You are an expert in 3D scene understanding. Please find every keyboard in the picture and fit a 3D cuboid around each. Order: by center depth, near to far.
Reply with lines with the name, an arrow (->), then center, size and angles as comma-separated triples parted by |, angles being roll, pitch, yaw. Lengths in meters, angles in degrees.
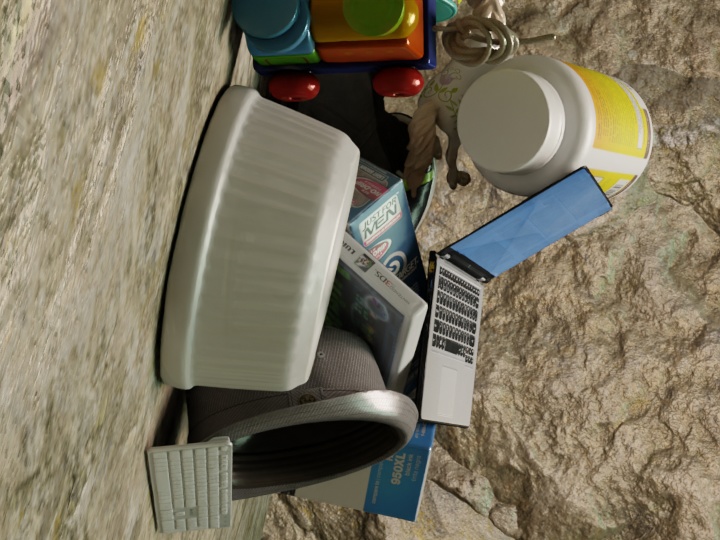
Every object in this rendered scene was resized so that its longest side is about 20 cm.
keyboard -> -0.120, 0.157, 1.103 | 0.200, 0.056, 0.011 | 100, -22, -64

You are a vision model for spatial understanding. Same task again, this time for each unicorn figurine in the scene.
unicorn figurine -> 0.090, -0.162, 1.266 | 0.138, 0.073, 0.201 | 77, 27, -48

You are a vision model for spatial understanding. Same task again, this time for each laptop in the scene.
laptop -> 0.126, 0.028, 1.237 | 0.187, 0.115, 0.202 | 25, 70, -72

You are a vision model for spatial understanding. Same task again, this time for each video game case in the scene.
video game case -> -0.032, 0.020, 1.193 | 0.023, 0.182, 0.200 | -41, 163, -25

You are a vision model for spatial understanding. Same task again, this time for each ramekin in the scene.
ramekin -> -0.062, -0.014, 1.018 | 0.202, 0.093, 0.204 | 13, 90, -89

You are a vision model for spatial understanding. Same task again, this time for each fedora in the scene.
fedora -> -0.060, 0.099, 1.137 | 0.177, 0.198, 0.091 | 85, -9, -66

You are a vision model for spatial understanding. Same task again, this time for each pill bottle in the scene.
pill bottle -> 0.154, -0.112, 1.237 | 0.200, 0.109, 0.110 | 0, 105, -61

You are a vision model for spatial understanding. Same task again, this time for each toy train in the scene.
toy train -> 0.021, -0.158, 0.970 | 0.116, 0.198, 0.086 | 13, 76, -81

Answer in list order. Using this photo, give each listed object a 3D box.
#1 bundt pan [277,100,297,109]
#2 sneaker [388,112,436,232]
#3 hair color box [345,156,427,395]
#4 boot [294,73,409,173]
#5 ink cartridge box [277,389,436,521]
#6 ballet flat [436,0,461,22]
bundt pan -> -0.041, -0.117, 1.392 | 0.202, 0.075, 0.204 | 13, 90, -88
sneaker -> 0.013, -0.034, 1.324 | 0.083, 0.071, 0.202 | -47, 154, -74
hair color box -> 0.000, 0.000, 1.216 | 0.060, 0.100, 0.201 | -39, 138, -23
boot -> -0.042, -0.114, 1.216 | 0.132, 0.070, 0.201 | -42, 128, -15
ink cartridge box -> -0.035, 0.121, 1.326 | 0.145, 0.198, 0.085 | -76, 176, -57
ballet flat -> 0.002, -0.227, 1.054 | 0.199, 0.066, 0.068 | 15, 71, -51
